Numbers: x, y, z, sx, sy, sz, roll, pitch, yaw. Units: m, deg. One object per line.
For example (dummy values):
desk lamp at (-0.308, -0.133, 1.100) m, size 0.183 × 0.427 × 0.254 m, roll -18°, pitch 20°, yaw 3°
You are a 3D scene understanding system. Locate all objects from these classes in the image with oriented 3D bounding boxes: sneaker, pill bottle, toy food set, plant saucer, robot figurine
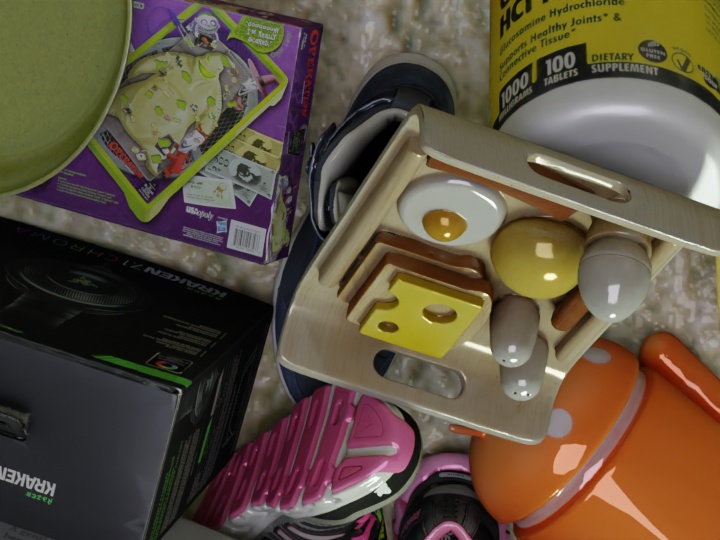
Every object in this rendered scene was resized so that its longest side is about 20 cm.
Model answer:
sneaker at (0.044, 0.204, 1.180) m, size 0.079 × 0.095 × 0.200 m, roll 0°, pitch 106°, yaw 0°
pill bottle at (0.116, -0.111, 1.036) m, size 0.112 × 0.200 × 0.113 m, roll 2°, pitch 141°, yaw 1°
sneaker at (-0.001, -0.001, 1.103) m, size 0.077 × 0.146 × 0.203 m, roll 14°, pitch 106°, yaw -3°
toy food set at (0.058, 0.012, 0.989) m, size 0.143 × 0.060 × 0.200 m, roll 18°, pitch 145°, yaw -13°
plant saucer at (-0.192, -0.136, 1.101) m, size 0.200 × 0.031 × 0.200 m, roll 4°, pitch 100°, yaw 26°
robot figurine at (0.139, 0.115, 1.141) m, size 0.200 × 0.117 × 0.144 m, roll 39°, pitch 103°, yaw -7°
sneaker at (-0.012, 0.119, 1.136) m, size 0.087 × 0.074 × 0.200 m, roll 29°, pitch 148°, yaw -19°

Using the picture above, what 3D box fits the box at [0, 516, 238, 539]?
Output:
box at (-0.123, 0.240, 1.083) m, size 0.199 × 0.171 × 0.200 m, roll 22°, pitch 115°, yaw 4°

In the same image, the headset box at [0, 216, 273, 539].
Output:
headset box at (-0.156, 0.054, 1.081) m, size 0.174 × 0.200 × 0.093 m, roll 18°, pitch 104°, yaw 8°

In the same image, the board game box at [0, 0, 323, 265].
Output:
board game box at (-0.118, -0.085, 1.103) m, size 0.200 × 0.032 × 0.120 m, roll 16°, pitch 109°, yaw 24°

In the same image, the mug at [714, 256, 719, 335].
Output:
mug at (0.224, -0.015, 1.090) m, size 0.186 × 0.149 × 0.153 m, roll -15°, pitch 114°, yaw -21°
